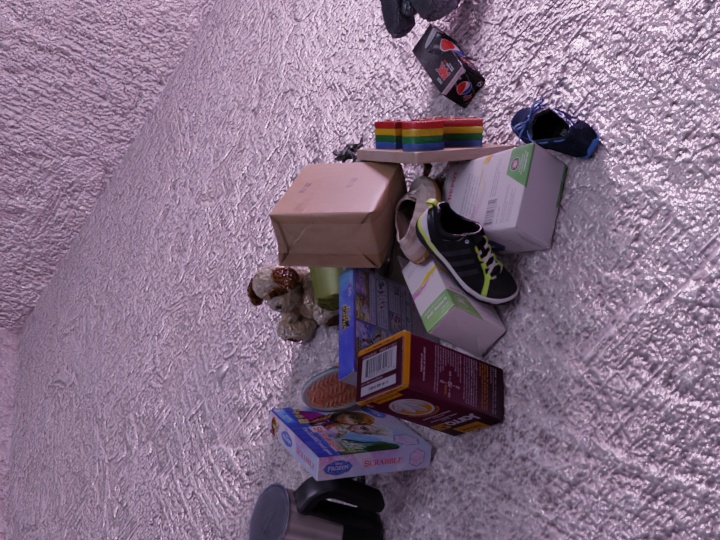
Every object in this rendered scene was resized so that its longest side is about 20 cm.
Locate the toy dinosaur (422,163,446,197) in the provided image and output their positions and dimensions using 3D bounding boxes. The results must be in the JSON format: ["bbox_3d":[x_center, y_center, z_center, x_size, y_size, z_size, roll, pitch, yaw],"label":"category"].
[{"bbox_3d":[0.125,-0.110,1.630,0.136,0.085,0.200,-64,24,17],"label":"toy dinosaur"}]

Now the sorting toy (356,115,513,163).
[{"bbox_3d":[0.125,-0.228,1.578,0.198,0.199,0.070,16,111,59],"label":"sorting toy"}]

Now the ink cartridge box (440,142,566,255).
[{"bbox_3d":[0.219,-0.105,1.470,0.199,0.087,0.146,-8,62,53],"label":"ink cartridge box"}]

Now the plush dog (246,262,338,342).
[{"bbox_3d":[-0.133,0.038,1.838,0.200,0.171,0.161,-26,49,49],"label":"plush dog"}]

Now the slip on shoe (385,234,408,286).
[{"bbox_3d":[0.070,0.029,1.642,0.061,0.074,0.201,110,170,-76],"label":"slip on shoe"}]

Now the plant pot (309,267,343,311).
[{"bbox_3d":[-0.026,-0.028,1.732,0.200,0.199,0.191,-26,62,48],"label":"plant pot"}]

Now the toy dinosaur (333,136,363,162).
[{"bbox_3d":[0.023,-0.190,1.857,0.199,0.102,0.136,-33,56,17],"label":"toy dinosaur"}]

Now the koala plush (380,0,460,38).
[{"bbox_3d":[0.149,-0.581,1.817,0.177,0.199,0.185,-6,104,57],"label":"koala plush"}]

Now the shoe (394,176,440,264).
[{"bbox_3d":[0.090,-0.095,1.495,0.070,0.053,0.201,-43,26,34],"label":"shoe"}]

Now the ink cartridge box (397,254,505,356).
[{"bbox_3d":[0.140,0.033,1.467,0.067,0.117,0.200,-50,34,22],"label":"ink cartridge box"}]

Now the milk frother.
[{"bbox_3d":[-0.072,0.378,1.499,0.181,0.187,0.200,-61,31,7],"label":"milk frother"}]

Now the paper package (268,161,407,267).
[{"bbox_3d":[-0.033,-0.097,1.547,0.189,0.104,0.200,0,32,17],"label":"paper package"}]

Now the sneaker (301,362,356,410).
[{"bbox_3d":[-0.016,0.183,1.574,0.080,0.199,0.072,10,116,66],"label":"sneaker"}]

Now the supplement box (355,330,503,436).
[{"bbox_3d":[0.104,0.170,1.352,0.110,0.199,0.086,-29,48,46],"label":"supplement box"}]

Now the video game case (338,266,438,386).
[{"bbox_3d":[0.047,0.109,1.499,0.045,0.181,0.201,-37,41,41],"label":"video game case"}]

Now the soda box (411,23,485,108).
[{"bbox_3d":[0.167,-0.396,1.770,0.071,0.063,0.200,-52,34,22],"label":"soda box"}]

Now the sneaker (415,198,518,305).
[{"bbox_3d":[0.166,-0.028,1.396,0.072,0.200,0.083,-50,0,-36],"label":"sneaker"}]

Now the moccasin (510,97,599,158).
[{"bbox_3d":[0.297,-0.233,1.451,0.200,0.068,0.081,28,94,60],"label":"moccasin"}]

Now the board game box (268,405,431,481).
[{"bbox_3d":[-0.020,0.269,1.481,0.200,0.198,0.041,27,114,59],"label":"board game box"}]

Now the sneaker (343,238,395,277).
[{"bbox_3d":[0.000,0.000,1.623,0.077,0.085,0.201,125,159,-69],"label":"sneaker"}]
